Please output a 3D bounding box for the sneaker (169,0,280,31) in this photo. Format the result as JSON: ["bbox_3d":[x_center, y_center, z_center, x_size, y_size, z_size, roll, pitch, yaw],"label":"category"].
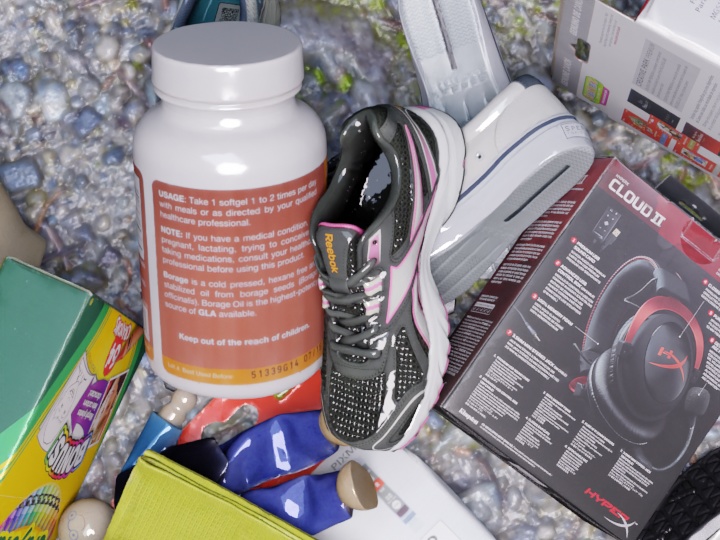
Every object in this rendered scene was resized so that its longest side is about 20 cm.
[{"bbox_3d":[-0.101,-0.113,1.053,0.077,0.086,0.201,0,74,10],"label":"sneaker"}]

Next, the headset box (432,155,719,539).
[{"bbox_3d":[0.151,0.038,0.997,0.148,0.075,0.200,36,85,-12],"label":"headset box"}]

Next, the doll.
[{"bbox_3d":[-0.094,0.134,1.014,0.200,0.048,0.137,-20,74,15],"label":"doll"}]

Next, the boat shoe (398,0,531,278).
[{"bbox_3d":[0.075,-0.097,1.052,0.073,0.067,0.201,-8,96,17],"label":"boat shoe"}]

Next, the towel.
[{"bbox_3d":[-0.058,0.187,0.975,0.200,0.018,0.086,28,106,8],"label":"towel"}]

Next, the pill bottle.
[{"bbox_3d":[-0.074,-0.036,0.962,0.112,0.112,0.201,3,116,5],"label":"pill bottle"}]

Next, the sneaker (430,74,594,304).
[{"bbox_3d":[0.052,-0.037,1.005,0.200,0.073,0.071,-39,58,20],"label":"sneaker"}]

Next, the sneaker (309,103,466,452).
[{"bbox_3d":[0.000,0.000,0.935,0.080,0.086,0.201,1,85,32],"label":"sneaker"}]

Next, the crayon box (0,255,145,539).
[{"bbox_3d":[-0.197,0.094,0.974,0.058,0.200,0.173,23,83,6],"label":"crayon box"}]

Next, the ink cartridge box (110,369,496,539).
[{"bbox_3d":[-0.036,0.158,1.028,0.162,0.050,0.200,-45,82,-4],"label":"ink cartridge box"}]

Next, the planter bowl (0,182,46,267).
[{"bbox_3d":[-0.275,0.006,1.015,0.134,0.200,0.201,25,83,-15],"label":"planter bowl"}]

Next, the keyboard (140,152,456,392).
[{"bbox_3d":[-0.044,-0.005,1.065,0.199,0.021,0.127,-17,73,0],"label":"keyboard"}]

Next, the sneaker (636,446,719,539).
[{"bbox_3d":[0.207,0.186,1.006,0.200,0.072,0.083,-45,107,-4],"label":"sneaker"}]

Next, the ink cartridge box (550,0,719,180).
[{"bbox_3d":[0.208,-0.129,0.978,0.175,0.200,0.084,30,83,8],"label":"ink cartridge box"}]
